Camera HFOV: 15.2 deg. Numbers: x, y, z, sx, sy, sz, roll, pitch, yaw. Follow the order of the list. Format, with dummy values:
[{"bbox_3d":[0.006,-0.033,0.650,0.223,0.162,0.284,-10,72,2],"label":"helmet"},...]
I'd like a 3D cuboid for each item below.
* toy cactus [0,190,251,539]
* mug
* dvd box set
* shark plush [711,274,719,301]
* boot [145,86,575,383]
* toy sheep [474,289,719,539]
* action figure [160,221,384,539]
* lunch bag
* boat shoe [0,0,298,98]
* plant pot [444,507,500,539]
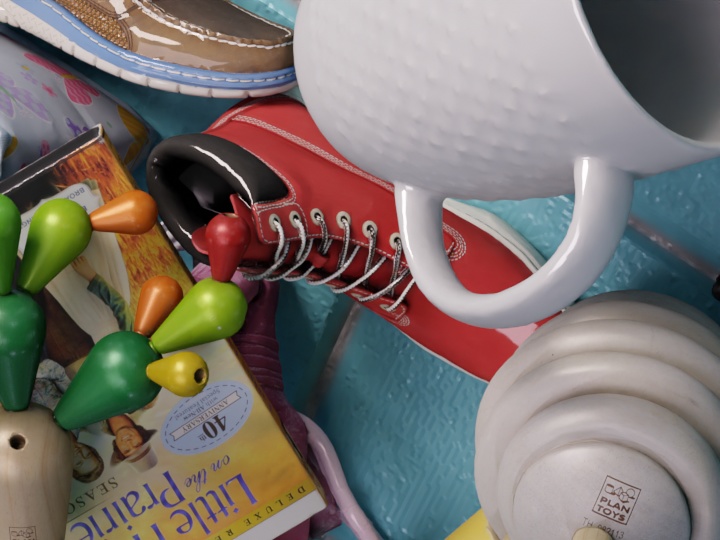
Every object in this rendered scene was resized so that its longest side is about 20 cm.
[{"bbox_3d":[-0.142,0.048,1.140,0.199,0.102,0.165,-8,114,-12],"label":"toy cactus"},{"bbox_3d":[0.062,-0.076,1.075,0.175,0.147,0.201,-14,67,44],"label":"mug"},{"bbox_3d":[-0.125,0.057,1.199,0.146,0.029,0.200,-30,105,1],"label":"dvd box set"},{"bbox_3d":[0.193,-0.015,1.123,0.083,0.091,0.200,41,128,15],"label":"shark plush"},{"bbox_3d":[0.000,0.000,1.208,0.200,0.144,0.072,36,113,8],"label":"boot"},{"bbox_3d":[0.109,0.082,1.152,0.137,0.200,0.138,4,121,7],"label":"toy sheep"},{"bbox_3d":[-0.059,0.051,1.295,0.148,0.134,0.201,-1,85,-3],"label":"action figure"},{"bbox_3d":[-0.228,-0.070,1.294,0.200,0.170,0.127,34,104,14],"label":"lunch bag"},{"bbox_3d":[-0.114,-0.138,1.267,0.200,0.072,0.073,20,112,18],"label":"boat shoe"},{"bbox_3d":[0.058,0.215,1.253,0.201,0.201,0.189,39,109,11],"label":"plant pot"}]
